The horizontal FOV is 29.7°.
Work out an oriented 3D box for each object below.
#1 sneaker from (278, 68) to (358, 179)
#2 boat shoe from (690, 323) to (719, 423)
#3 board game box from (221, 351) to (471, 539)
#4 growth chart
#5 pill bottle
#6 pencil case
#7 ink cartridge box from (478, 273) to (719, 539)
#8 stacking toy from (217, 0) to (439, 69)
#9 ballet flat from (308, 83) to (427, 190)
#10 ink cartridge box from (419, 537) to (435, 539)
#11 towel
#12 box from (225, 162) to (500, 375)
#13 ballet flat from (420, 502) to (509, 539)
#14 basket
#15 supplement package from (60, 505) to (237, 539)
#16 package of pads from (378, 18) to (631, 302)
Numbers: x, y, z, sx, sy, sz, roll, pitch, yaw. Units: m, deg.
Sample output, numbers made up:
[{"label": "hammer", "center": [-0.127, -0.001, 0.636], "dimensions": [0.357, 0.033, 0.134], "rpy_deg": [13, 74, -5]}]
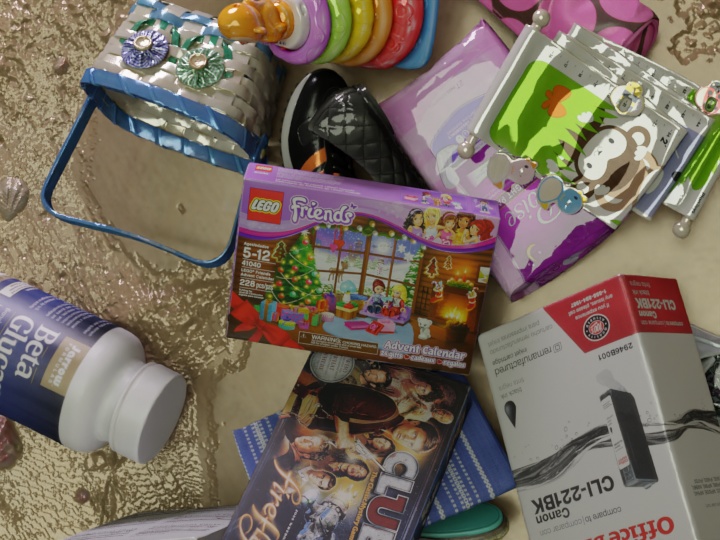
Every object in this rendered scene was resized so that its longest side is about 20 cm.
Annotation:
[{"label": "sneaker", "center": [-0.018, -0.063, 1.120], "dimensions": [0.089, 0.070, 0.203], "rpy_deg": [12, 98, 41]}, {"label": "boat shoe", "center": [0.265, 0.079, 1.059], "dimensions": [0.199, 0.071, 0.071], "rpy_deg": [16, 93, 15]}, {"label": "board game box", "center": [-0.009, 0.157, 1.042], "dimensions": [0.134, 0.035, 0.201], "rpy_deg": [16, 57, 14]}, {"label": "growth chart", "center": [0.185, -0.106, 1.029], "dimensions": [0.198, 0.018, 0.146], "rpy_deg": [22, 100, 3]}, {"label": "pill bottle", "center": [-0.255, 0.088, 1.169], "dimensions": [0.198, 0.111, 0.112], "rpy_deg": [23, 94, 13]}, {"label": "pencil case", "center": [0.141, -0.226, 1.093], "dimensions": [0.200, 0.091, 0.094], "rpy_deg": [44, 106, 13]}, {"label": "ink cartridge box", "center": [0.187, 0.122, 1.018], "dimensions": [0.144, 0.083, 0.202], "rpy_deg": [-27, 70, 39]}, {"label": "stacking toy", "center": [-0.035, -0.202, 1.065], "dimensions": [0.115, 0.199, 0.111], "rpy_deg": [25, 121, 33]}, {"label": "ballet flat", "center": [0.022, -0.061, 1.091], "dimensions": [0.057, 0.067, 0.201], "rpy_deg": [-34, 119, -3]}, {"label": "ink cartridge box", "center": [0.008, 0.316, 1.082], "dimensions": [0.145, 0.083, 0.202], "rpy_deg": [3, 110, 15]}, {"label": "towel", "center": [0.011, 0.150, 1.082], "dimensions": [0.198, 0.024, 0.146], "rpy_deg": [-21, 55, -11]}, {"label": "box", "center": [0.000, 0.000, 1.059], "dimensions": [0.197, 0.039, 0.138], "rpy_deg": [8, 114, -1]}, {"label": "ballet flat", "center": [0.027, 0.225, 1.126], "dimensions": [0.197, 0.071, 0.072], "rpy_deg": [-1, 89, 13]}, {"label": "basket", "center": [-0.160, -0.117, 1.135], "dimensions": [0.174, 0.139, 0.202], "rpy_deg": [16, 83, 13]}, {"label": "supplement package", "center": [-0.152, 0.299, 1.094], "dimensions": [0.145, 0.200, 0.194], "rpy_deg": [-6, 87, 14]}, {"label": "package of pads", "center": [0.113, -0.088, 1.100], "dimensions": [0.120, 0.076, 0.201], "rpy_deg": [-38, 80, 13]}]
